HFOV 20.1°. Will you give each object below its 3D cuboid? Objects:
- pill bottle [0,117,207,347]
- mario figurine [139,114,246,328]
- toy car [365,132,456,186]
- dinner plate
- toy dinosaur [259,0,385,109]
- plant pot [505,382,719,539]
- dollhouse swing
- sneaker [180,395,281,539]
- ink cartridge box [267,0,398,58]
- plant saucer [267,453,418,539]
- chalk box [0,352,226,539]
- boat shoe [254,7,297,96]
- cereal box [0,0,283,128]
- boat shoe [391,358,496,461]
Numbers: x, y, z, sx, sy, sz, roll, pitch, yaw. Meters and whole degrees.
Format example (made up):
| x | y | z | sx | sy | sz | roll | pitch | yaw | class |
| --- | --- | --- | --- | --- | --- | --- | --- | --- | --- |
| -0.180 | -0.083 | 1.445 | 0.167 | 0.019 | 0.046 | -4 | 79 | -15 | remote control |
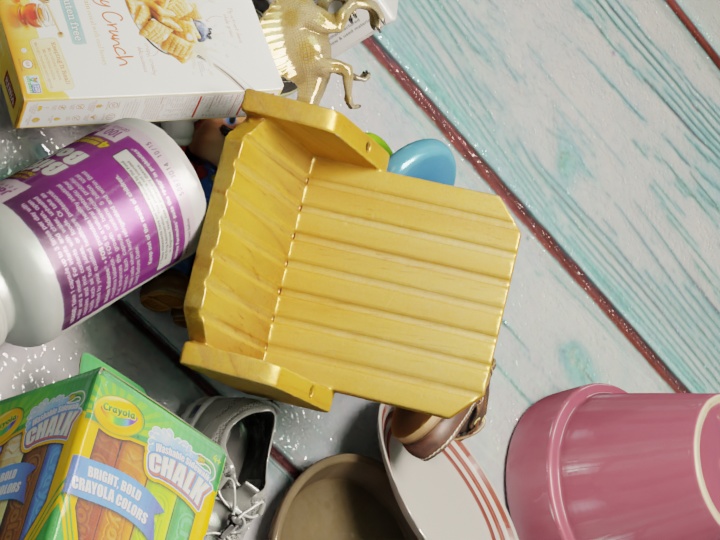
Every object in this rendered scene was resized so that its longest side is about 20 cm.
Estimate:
| x | y | z | sx | sy | sz | roll | pitch | yaw | class |
| --- | --- | --- | --- | --- | --- | --- | --- | --- | --- |
| -0.210 | -0.017 | 1.384 | 0.200 | 0.112 | 0.113 | -33 | 101 | -35 | pill bottle |
| -0.104 | -0.062 | 1.524 | 0.106 | 0.124 | 0.201 | 8 | 72 | -1 | mario figurine |
| 0.033 | -0.019 | 1.611 | 0.175 | 0.149 | 0.201 | 29 | 54 | -58 | toy car |
| 0.069 | 0.189 | 1.651 | 0.200 | 0.024 | 0.200 | 47 | 21 | -23 | dinner plate |
| -0.039 | -0.189 | 1.547 | 0.101 | 0.058 | 0.201 | -12 | 90 | -29 | toy dinosaur |
| 0.257 | 0.187 | 1.780 | 0.200 | 0.179 | 0.201 | 19 | 63 | -43 | plant pot |
| 0.000 | 0.000 | 1.453 | 0.182 | 0.175 | 0.201 | 34 | 68 | -67 | dollhouse swing |
| -0.110 | 0.172 | 1.458 | 0.075 | 0.082 | 0.201 | 35 | 53 | -34 | sneaker |
| -0.054 | -0.282 | 1.644 | 0.200 | 0.085 | 0.148 | 54 | 17 | -17 | ink cartridge box |
| -0.004 | 0.244 | 1.589 | 0.200 | 0.029 | 0.201 | 19 | 63 | -42 | plant saucer |
| -0.181 | 0.150 | 1.358 | 0.125 | 0.124 | 0.201 | 36 | 53 | -34 | chalk box |
| -0.097 | -0.177 | 1.611 | 0.200 | 0.065 | 0.074 | -2 | 76 | -48 | boat shoe |
| -0.169 | -0.174 | 1.473 | 0.199 | 0.040 | 0.144 | -6 | 59 | -27 | cereal box |
| 0.078 | 0.102 | 1.663 | 0.070 | 0.070 | 0.200 | 53 | 26 | -14 | boat shoe |
